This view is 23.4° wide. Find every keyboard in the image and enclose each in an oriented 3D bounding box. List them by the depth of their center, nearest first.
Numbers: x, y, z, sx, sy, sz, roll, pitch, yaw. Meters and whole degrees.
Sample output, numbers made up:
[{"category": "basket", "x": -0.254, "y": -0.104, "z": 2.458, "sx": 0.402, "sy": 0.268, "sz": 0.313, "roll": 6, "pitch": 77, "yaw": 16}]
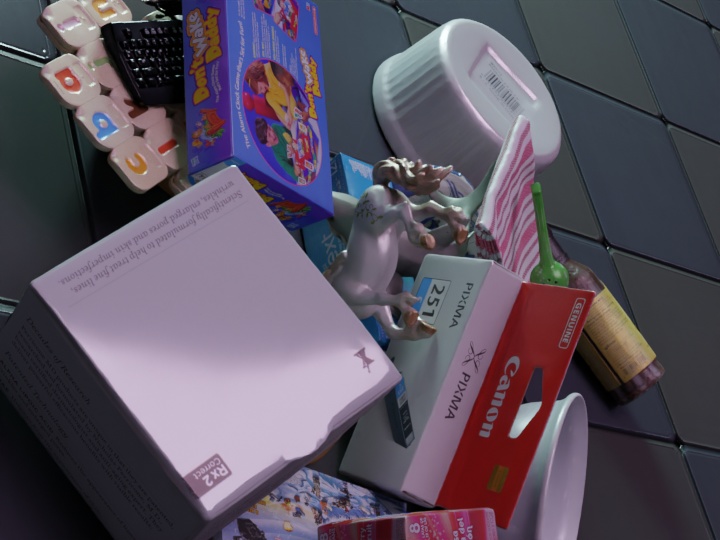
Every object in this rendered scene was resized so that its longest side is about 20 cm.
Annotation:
[{"category": "keyboard", "x": -0.129, "y": -0.190, "z": 1.409, "sx": 0.200, "sy": 0.040, "sz": 0.104, "roll": -15, "pitch": 72, "yaw": -57}]

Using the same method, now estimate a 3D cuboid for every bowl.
[{"category": "bowl", "x": 0.128, "y": 0.197, "z": 1.454, "sx": 0.201, "sy": 0.090, "sz": 0.202, "roll": 7, "pitch": 90, "yaw": -74}]

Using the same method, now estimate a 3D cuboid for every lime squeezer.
[{"category": "lime squeezer", "x": 0.174, "y": 0.010, "z": 1.634, "sx": 0.200, "sy": 0.038, "sz": 0.071, "roll": 72, "pitch": -4, "yaw": -52}]

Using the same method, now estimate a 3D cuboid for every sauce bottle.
[{"category": "sauce bottle", "x": 0.232, "y": 0.041, "z": 1.778, "sx": 0.200, "sy": 0.065, "sz": 0.065, "roll": 55, "pitch": 34, "yaw": 1}]

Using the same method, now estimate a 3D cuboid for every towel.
[{"category": "towel", "x": 0.143, "y": -0.024, "z": 1.598, "sx": 0.201, "sy": 0.030, "sz": 0.147, "roll": 78, "pitch": 25, "yaw": -47}]

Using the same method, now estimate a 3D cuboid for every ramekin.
[{"category": "ramekin", "x": 0.116, "y": -0.162, "z": 1.794, "sx": 0.200, "sy": 0.098, "sz": 0.201, "roll": 30, "pitch": 40, "yaw": -29}]

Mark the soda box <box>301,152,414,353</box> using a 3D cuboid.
[{"category": "soda box", "x": 0.000, "y": 0.000, "z": 1.533, "sx": 0.064, "sy": 0.068, "sz": 0.201, "roll": 21, "pitch": 45, "yaw": -39}]

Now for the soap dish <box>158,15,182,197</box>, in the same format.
[{"category": "soap dish", "x": -0.134, "y": -0.141, "z": 1.488, "sx": 0.157, "sy": 0.081, "sz": 0.200, "roll": 40, "pitch": 35, "yaw": -19}]

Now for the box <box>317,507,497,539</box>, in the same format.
[{"category": "box", "x": 0.042, "y": 0.276, "z": 1.246, "sx": 0.095, "sy": 0.099, "sz": 0.201, "roll": 2, "pitch": 78, "yaw": -42}]

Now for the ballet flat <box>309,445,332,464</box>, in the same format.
[{"category": "ballet flat", "x": -0.092, "y": 0.098, "z": 1.337, "sx": 0.199, "sy": 0.063, "sz": 0.069, "roll": 19, "pitch": 48, "yaw": -39}]

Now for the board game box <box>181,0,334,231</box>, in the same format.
[{"category": "board game box", "x": -0.083, "y": -0.149, "z": 1.392, "sx": 0.134, "sy": 0.045, "sz": 0.201, "roll": 29, "pitch": 49, "yaw": -50}]

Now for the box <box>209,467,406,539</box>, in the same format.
[{"category": "box", "x": -0.040, "y": 0.217, "z": 1.312, "sx": 0.199, "sy": 0.040, "sz": 0.138, "roll": 25, "pitch": 43, "yaw": -36}]

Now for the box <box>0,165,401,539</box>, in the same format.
[{"category": "box", "x": -0.118, "y": 0.070, "z": 1.213, "sx": 0.199, "sy": 0.131, "sz": 0.200, "roll": -33, "pitch": 82, "yaw": -38}]

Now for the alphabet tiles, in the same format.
[{"category": "alphabet tiles", "x": -0.165, "y": -0.135, "z": 1.361, "sx": 0.200, "sy": 0.015, "sz": 0.196, "roll": 51, "pitch": 32, "yaw": -3}]

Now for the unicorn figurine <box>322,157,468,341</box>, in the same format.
[{"category": "unicorn figurine", "x": 0.005, "y": 0.000, "z": 1.412, "sx": 0.137, "sy": 0.201, "sz": 0.074, "roll": 23, "pitch": -9, "yaw": 38}]

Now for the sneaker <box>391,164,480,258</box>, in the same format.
[{"category": "sneaker", "x": 0.093, "y": -0.031, "z": 1.662, "sx": 0.199, "sy": 0.075, "sz": 0.089, "roll": 26, "pitch": 44, "yaw": -40}]

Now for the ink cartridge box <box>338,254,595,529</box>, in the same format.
[{"category": "ink cartridge box", "x": 0.081, "y": 0.090, "z": 1.379, "sx": 0.045, "sy": 0.176, "sz": 0.201, "roll": 29, "pitch": 78, "yaw": -33}]

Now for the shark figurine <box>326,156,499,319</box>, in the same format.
[{"category": "shark figurine", "x": 0.070, "y": -0.034, "z": 1.510, "sx": 0.214, "sy": 0.089, "sz": 0.129, "roll": -12, "pitch": 70, "yaw": -51}]
